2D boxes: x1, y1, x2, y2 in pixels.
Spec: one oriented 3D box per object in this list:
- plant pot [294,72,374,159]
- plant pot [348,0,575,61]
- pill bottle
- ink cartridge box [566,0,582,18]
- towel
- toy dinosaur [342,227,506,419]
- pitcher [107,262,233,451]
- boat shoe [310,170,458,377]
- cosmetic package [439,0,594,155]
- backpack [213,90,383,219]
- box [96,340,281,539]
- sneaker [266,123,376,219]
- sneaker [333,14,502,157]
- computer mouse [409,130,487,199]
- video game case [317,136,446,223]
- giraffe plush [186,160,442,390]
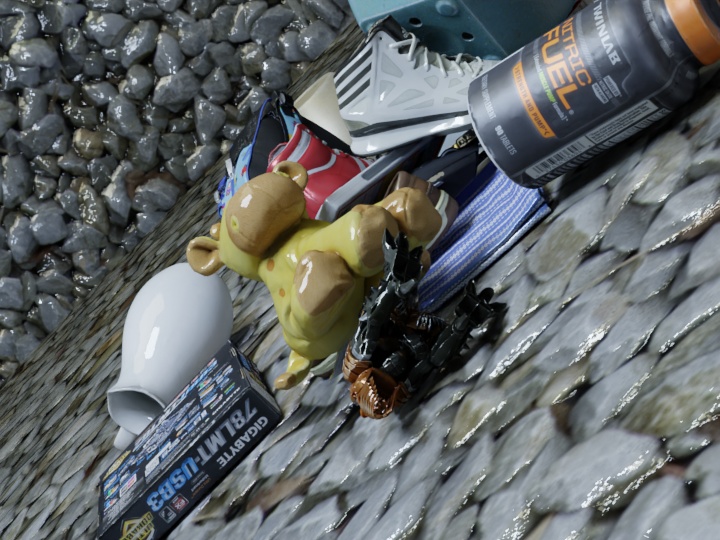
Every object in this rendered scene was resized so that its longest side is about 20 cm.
[{"bbox_3d":[-0.025,-0.170,1.751,0.200,0.134,0.200,-42,13,12],"label":"plant pot"},{"bbox_3d":[0.094,-0.292,1.364,0.196,0.196,0.200,-11,52,38],"label":"plant pot"},{"bbox_3d":[0.190,-0.154,1.091,0.200,0.106,0.106,-30,19,30],"label":"pill bottle"},{"bbox_3d":[0.156,-0.263,1.456,0.160,0.047,0.200,-50,15,-21],"label":"ink cartridge box"},{"bbox_3d":[0.099,-0.042,1.229,0.145,0.024,0.200,-43,13,12],"label":"towel"},{"bbox_3d":[0.032,0.059,1.039,0.136,0.102,0.200,-56,27,22],"label":"toy dinosaur"},{"bbox_3d":[-0.230,0.104,1.618,0.172,0.121,0.200,-53,14,52],"label":"pitcher"},{"bbox_3d":[-0.001,-0.001,1.248,0.203,0.075,0.075,-53,12,3],"label":"boat shoe"},{"bbox_3d":[0.156,-0.214,1.513,0.200,0.052,0.151,-52,18,-27],"label":"cosmetic package"},{"bbox_3d":[-0.069,-0.067,1.505,0.135,0.182,0.200,-46,22,33],"label":"backpack"},{"bbox_3d":[-0.171,0.171,1.343,0.200,0.050,0.198,-46,12,-2],"label":"box"},{"bbox_3d":[-0.023,-0.097,1.409,0.071,0.112,0.200,-57,-15,20],"label":"sneaker"},{"bbox_3d":[0.068,-0.186,1.275,0.200,0.116,0.076,-17,19,11],"label":"sneaker"},{"bbox_3d":[0.075,-0.099,1.330,0.200,0.046,0.140,-46,11,11],"label":"computer mouse"},{"bbox_3d":[0.010,-0.057,1.338,0.200,0.017,0.143,-39,-20,-43],"label":"video game case"},{"bbox_3d":[-0.051,-0.019,1.165,0.172,0.162,0.200,-29,-23,-41],"label":"giraffe plush"}]
